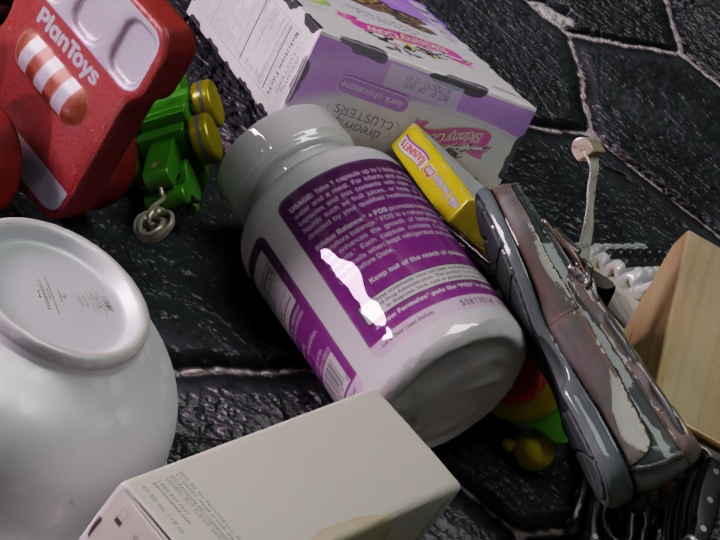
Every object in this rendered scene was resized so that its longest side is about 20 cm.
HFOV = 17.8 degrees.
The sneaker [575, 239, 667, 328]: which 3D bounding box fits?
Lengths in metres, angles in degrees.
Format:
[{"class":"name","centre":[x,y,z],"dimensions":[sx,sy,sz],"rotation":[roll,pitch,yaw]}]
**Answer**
[{"class":"sneaker","centre":[0.204,0.039,1.531],"dimensions":[0.075,0.081,0.200],"rotation":[-1,26,-40]}]

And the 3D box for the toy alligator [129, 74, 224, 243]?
[{"class":"toy alligator","centre":[-0.110,-0.058,1.366],"dimensions":[0.200,0.059,0.054],"rotation":[-92,162,-55]}]

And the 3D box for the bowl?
[{"class":"bowl","centre":[-0.165,0.040,1.115],"dimensions":[0.201,0.090,0.201],"rotation":[25,32,-17]}]

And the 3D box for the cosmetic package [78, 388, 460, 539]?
[{"class":"cosmetic package","centre":[-0.052,0.133,1.097],"dimensions":[0.073,0.104,0.200],"rotation":[48,33,18]}]

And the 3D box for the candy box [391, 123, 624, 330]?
[{"class":"candy box","centre":[0.103,-0.008,1.450],"dimensions":[0.200,0.026,0.102],"rotation":[41,7,-35]}]

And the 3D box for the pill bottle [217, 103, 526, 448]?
[{"class":"pill bottle","centre":[0.000,0.000,1.331],"dimensions":[0.112,0.112,0.200],"rotation":[0,46,-46]}]

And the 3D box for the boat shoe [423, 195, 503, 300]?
[{"class":"boat shoe","centre":[0.014,-0.033,1.447],"dimensions":[0.201,0.063,0.074],"rotation":[46,33,21]}]

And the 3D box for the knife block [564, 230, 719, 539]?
[{"class":"knife block","centre":[0.190,0.084,1.353],"dimensions":[0.064,0.200,0.176],"rotation":[30,0,-11]}]

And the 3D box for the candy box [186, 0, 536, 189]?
[{"class":"candy box","centre":[-0.002,-0.137,1.518],"dimensions":[0.168,0.072,0.200],"rotation":[18,18,-29]}]

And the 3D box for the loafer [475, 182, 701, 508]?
[{"class":"loafer","centre":[0.126,0.035,1.298],"dimensions":[0.063,0.072,0.200],"rotation":[-20,70,-6]}]

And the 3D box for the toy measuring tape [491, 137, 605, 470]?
[{"class":"toy measuring tape","centre":[0.103,0.019,1.371],"dimensions":[0.074,0.200,0.074],"rotation":[4,3,0]}]

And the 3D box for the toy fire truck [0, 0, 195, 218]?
[{"class":"toy fire truck","centre":[-0.184,-0.131,1.273],"dimensions":[0.112,0.168,0.200],"rotation":[-6,49,-50]}]
